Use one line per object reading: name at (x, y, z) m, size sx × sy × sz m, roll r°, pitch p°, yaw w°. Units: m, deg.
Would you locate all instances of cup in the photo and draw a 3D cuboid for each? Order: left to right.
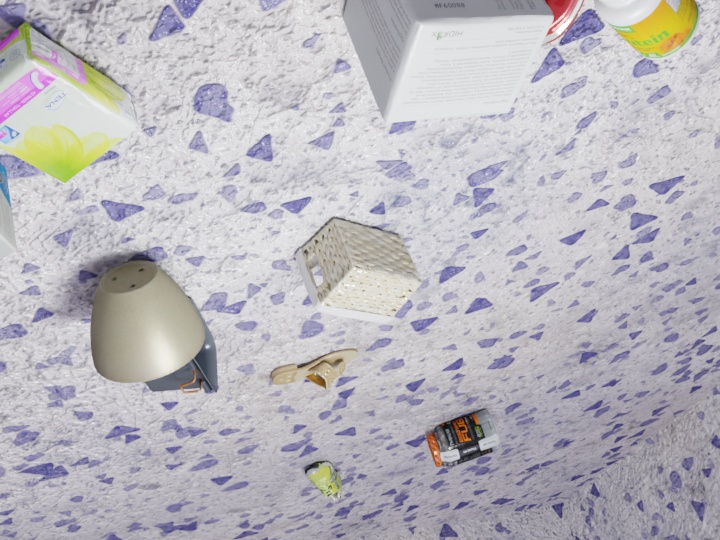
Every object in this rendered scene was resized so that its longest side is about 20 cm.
cup at (-0.374, 0.071, 1.530) m, size 0.196 × 0.201 × 0.146 m, roll -14°, pitch 122°, yaw -10°

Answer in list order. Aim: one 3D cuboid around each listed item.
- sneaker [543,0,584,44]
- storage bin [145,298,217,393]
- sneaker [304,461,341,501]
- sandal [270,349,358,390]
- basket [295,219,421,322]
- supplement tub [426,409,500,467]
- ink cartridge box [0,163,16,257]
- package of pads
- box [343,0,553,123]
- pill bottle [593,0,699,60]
sneaker at (0.230, -0.367, 1.297) m, size 0.114 × 0.079 × 0.200 m, roll 5°, pitch 139°, yaw -38°
storage bin at (-0.360, 0.166, 1.721) m, size 0.131 × 0.148 × 0.201 m, roll -10°, pitch 149°, yaw 3°
sneaker at (-0.097, 0.611, 2.614) m, size 0.074 × 0.078 × 0.200 m, roll -26°, pitch 148°, yaw 12°
sandal at (-0.096, 0.244, 2.052) m, size 0.207 × 0.071 × 0.078 m, roll -12°, pitch 149°, yaw -14°
basket at (0.000, 0.000, 1.675) m, size 0.198 × 0.137 × 0.123 m, roll 13°, pitch 132°, yaw -43°
supplement tub at (0.299, 0.494, 2.625) m, size 0.196 × 0.124 × 0.123 m, roll -19°, pitch 149°, yaw -4°
ink cartridge box at (-0.561, -0.107, 1.155) m, size 0.142 × 0.149 × 0.201 m, roll -20°, pitch 149°, yaw 0°
package of pads at (-0.404, -0.212, 1.165) m, size 0.153 × 0.069 × 0.199 m, roll -30°, pitch 149°, yaw 18°
box at (0.105, -0.325, 1.165) m, size 0.196 × 0.202 × 0.172 m, roll -7°, pitch 148°, yaw -21°
pill bottle at (0.410, -0.399, 1.322) m, size 0.111 × 0.113 × 0.198 m, roll -38°, pitch 145°, yaw 27°
